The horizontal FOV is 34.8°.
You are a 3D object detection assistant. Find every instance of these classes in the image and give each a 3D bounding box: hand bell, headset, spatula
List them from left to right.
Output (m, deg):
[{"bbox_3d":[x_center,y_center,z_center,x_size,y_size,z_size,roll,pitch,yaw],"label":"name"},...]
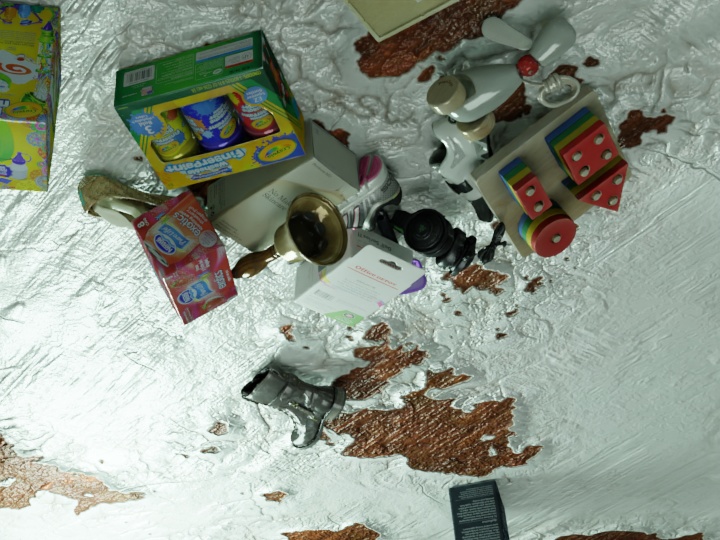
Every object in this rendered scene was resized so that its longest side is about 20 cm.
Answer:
[{"bbox_3d":[-0.119,-0.026,1.607,0.104,0.104,0.200,24,148,-33],"label":"hand bell"},{"bbox_3d":[0.056,-0.029,1.773,0.056,0.021,0.200,-12,142,11],"label":"spatula"},{"bbox_3d":[0.127,-0.051,1.652,0.123,0.200,0.094,31,89,-37],"label":"headset"}]

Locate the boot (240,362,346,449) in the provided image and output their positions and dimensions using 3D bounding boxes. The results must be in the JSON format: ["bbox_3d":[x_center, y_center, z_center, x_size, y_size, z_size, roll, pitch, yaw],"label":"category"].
[{"bbox_3d":[-0.137,0.241,2.082,0.174,0.069,0.200,19,133,-20],"label":"boot"}]

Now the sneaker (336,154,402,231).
[{"bbox_3d":[-0.019,-0.082,1.650,0.200,0.074,0.087,-35,128,27],"label":"sneaker"}]

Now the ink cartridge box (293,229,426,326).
[{"bbox_3d":[0.000,0.000,1.744,0.117,0.067,0.200,25,141,-27],"label":"ink cartridge box"}]

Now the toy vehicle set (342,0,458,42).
[{"bbox_3d":[0.071,-0.356,1.339,0.200,0.027,0.124,-23,139,22],"label":"toy vehicle set"}]

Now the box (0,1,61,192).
[{"bbox_3d":[-0.457,-0.208,1.334,0.199,0.193,0.122,4,142,-11],"label":"box"}]

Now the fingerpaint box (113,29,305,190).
[{"bbox_3d":[-0.190,-0.200,1.474,0.199,0.074,0.167,-13,142,10],"label":"fingerpaint box"}]

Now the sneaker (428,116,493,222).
[{"bbox_3d":[0.142,-0.144,1.598,0.088,0.074,0.200,-7,136,10],"label":"sneaker"}]

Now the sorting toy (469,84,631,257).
[{"bbox_3d":[0.280,-0.118,1.583,0.200,0.070,0.199,-38,138,2],"label":"sorting toy"}]

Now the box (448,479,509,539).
[{"bbox_3d":[0.260,0.573,2.443,0.107,0.200,0.149,-11,143,8],"label":"box"}]

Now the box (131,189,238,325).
[{"bbox_3d":[-0.243,-0.014,1.608,0.095,0.100,0.200,-29,161,-11],"label":"box"}]

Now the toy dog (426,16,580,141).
[{"bbox_3d":[0.171,-0.255,1.456,0.199,0.096,0.132,-23,139,-2],"label":"toy dog"}]

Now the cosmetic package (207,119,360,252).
[{"bbox_3d":[-0.109,-0.113,1.601,0.200,0.073,0.103,-29,138,29],"label":"cosmetic package"}]

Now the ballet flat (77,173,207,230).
[{"bbox_3d":[-0.306,-0.078,1.629,0.199,0.065,0.071,14,138,-24],"label":"ballet flat"}]
